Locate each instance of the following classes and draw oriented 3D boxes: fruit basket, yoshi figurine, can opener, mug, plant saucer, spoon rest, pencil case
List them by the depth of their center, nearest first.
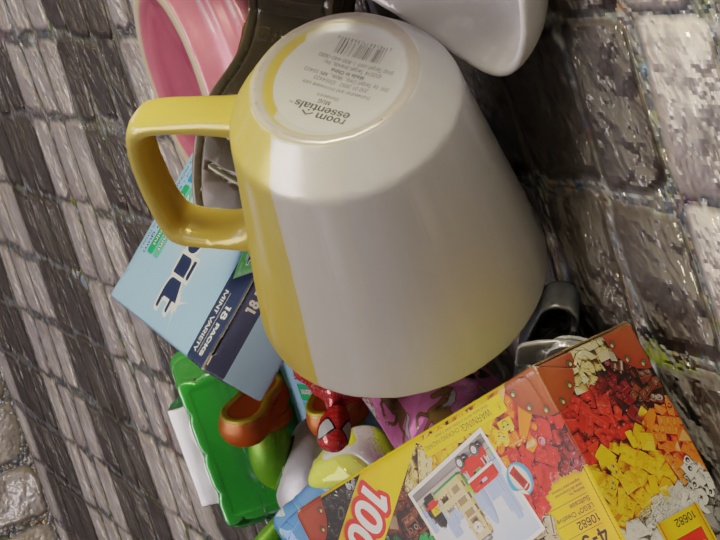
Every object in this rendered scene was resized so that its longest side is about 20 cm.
[{"bbox_3d":[0.033,-0.150,1.219,0.200,0.060,0.100,-143,36,-64],"label":"spoon rest"},{"bbox_3d":[-0.012,-0.036,1.233,0.154,0.185,0.150,70,-179,-49],"label":"mug"},{"bbox_3d":[0.104,0.085,1.327,0.201,0.053,0.067,90,-174,-52],"label":"can opener"},{"bbox_3d":[0.033,0.061,1.445,0.200,0.086,0.083,52,128,48],"label":"pencil case"},{"bbox_3d":[-0.026,0.166,1.575,0.112,0.111,0.201,34,145,51],"label":"yoshi figurine"},{"bbox_3d":[-0.103,-0.133,1.711,0.200,0.050,0.202,160,90,-75],"label":"plant saucer"},{"bbox_3d":[-0.076,0.106,1.819,0.200,0.093,0.187,-86,-23,-83],"label":"fruit basket"}]

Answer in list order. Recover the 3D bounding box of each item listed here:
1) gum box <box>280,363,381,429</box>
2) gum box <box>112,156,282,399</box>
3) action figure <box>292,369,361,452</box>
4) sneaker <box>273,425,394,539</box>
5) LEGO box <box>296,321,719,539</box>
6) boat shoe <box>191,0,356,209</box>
[{"bbox_3d":[0.015,0.141,1.673,0.170,0.044,0.201,176,75,-73],"label":"gum box"},{"bbox_3d":[-0.063,-0.029,1.499,0.044,0.171,0.200,30,179,-22],"label":"gum box"},{"bbox_3d":[0.000,0.000,1.370,0.052,0.065,0.202,-136,54,-73],"label":"action figure"},{"bbox_3d":[0.026,0.187,1.493,0.200,0.105,0.076,50,-169,-13],"label":"sneaker"},{"bbox_3d":[0.080,0.137,1.229,0.200,0.077,0.150,-36,79,46],"label":"LEGO box"},{"bbox_3d":[-0.036,-0.110,1.384,0.068,0.071,0.201,-25,-46,-72],"label":"boat shoe"}]
